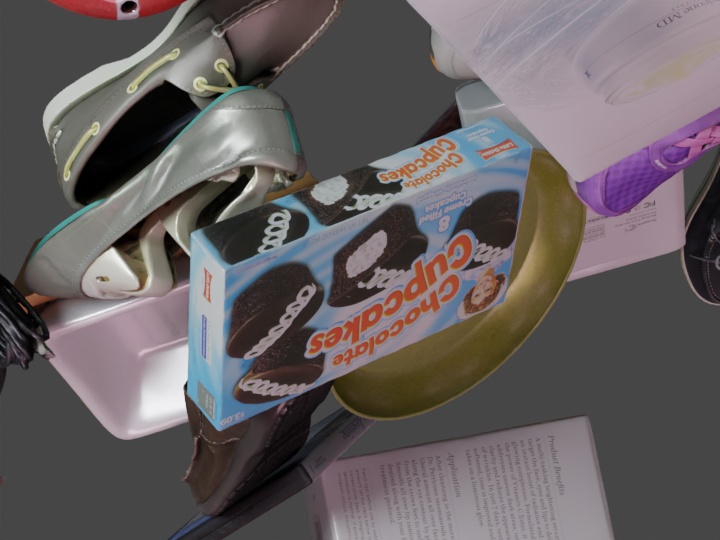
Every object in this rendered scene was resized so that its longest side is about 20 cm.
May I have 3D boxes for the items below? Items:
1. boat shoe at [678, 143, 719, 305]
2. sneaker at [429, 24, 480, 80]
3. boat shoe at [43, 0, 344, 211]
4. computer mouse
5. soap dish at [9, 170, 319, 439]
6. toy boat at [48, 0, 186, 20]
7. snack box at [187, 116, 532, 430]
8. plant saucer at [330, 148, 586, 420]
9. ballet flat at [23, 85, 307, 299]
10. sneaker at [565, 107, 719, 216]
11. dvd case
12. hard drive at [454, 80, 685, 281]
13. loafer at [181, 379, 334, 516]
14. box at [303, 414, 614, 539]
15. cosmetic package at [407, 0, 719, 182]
[{"bbox_3d":[0.261,-0.032,1.123,0.075,0.062,0.200,-10,145,-11],"label":"boat shoe"},{"bbox_3d":[0.133,-0.136,0.907,0.200,0.092,0.076,-19,145,15],"label":"sneaker"},{"bbox_3d":[-0.085,-0.101,0.906,0.202,0.060,0.072,-32,141,21],"label":"boat shoe"},{"bbox_3d":[-0.241,0.040,1.011,0.053,0.138,0.200,-36,166,-37],"label":"computer mouse"},{"bbox_3d":[-0.096,0.016,1.039,0.200,0.081,0.157,-19,144,6],"label":"soap dish"},{"bbox_3d":[-0.102,-0.184,0.730,0.130,0.131,0.200,-6,143,-12],"label":"toy boat"},{"bbox_3d":[0.000,0.000,0.912,0.200,0.037,0.116,-23,139,-29],"label":"snack box"},{"bbox_3d":[0.052,0.003,1.025,0.200,0.031,0.200,-27,141,-25],"label":"plant saucer"},{"bbox_3d":[-0.107,-0.022,0.900,0.200,0.064,0.067,-36,156,29],"label":"ballet flat"},{"bbox_3d":[0.204,-0.101,0.951,0.200,0.088,0.080,-45,138,11],"label":"sneaker"},{"bbox_3d":[-0.054,0.139,1.168,0.143,0.018,0.200,-35,180,24],"label":"dvd case"},{"bbox_3d":[0.138,-0.062,1.067,0.132,0.026,0.200,-16,144,1],"label":"hard drive"},{"bbox_3d":[-0.071,0.084,1.027,0.073,0.071,0.200,-35,167,-34],"label":"loafer"},{"bbox_3d":[0.067,0.181,1.251,0.200,0.106,0.152,-9,170,-10],"label":"box"},{"bbox_3d":[0.123,-0.164,0.711,0.199,0.123,0.200,-29,150,17],"label":"cosmetic package"}]
